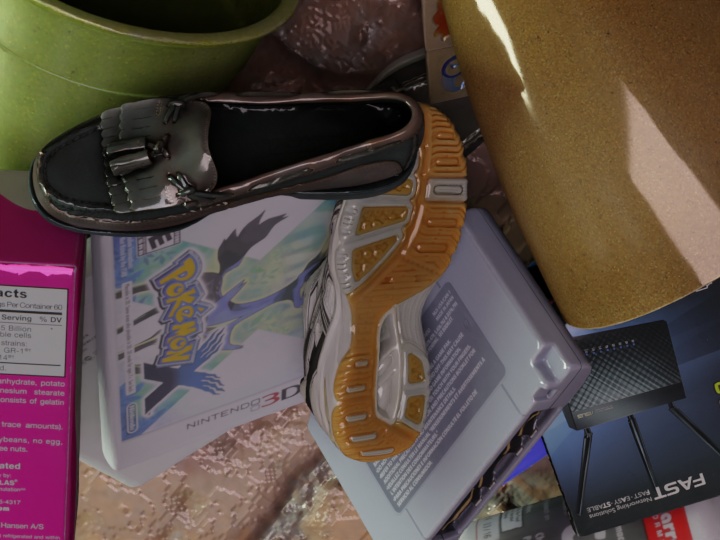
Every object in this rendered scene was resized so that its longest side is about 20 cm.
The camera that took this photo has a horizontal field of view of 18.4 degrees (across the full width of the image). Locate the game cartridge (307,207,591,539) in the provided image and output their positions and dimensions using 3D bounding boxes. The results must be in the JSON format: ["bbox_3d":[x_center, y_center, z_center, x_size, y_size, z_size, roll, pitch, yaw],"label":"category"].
[{"bbox_3d":[0.043,0.064,1.256,0.133,0.040,0.200,56,134,23],"label":"game cartridge"}]

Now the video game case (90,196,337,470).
[{"bbox_3d":[-0.063,0.016,1.253,0.182,0.022,0.200,-19,140,-21],"label":"video game case"}]

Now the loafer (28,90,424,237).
[{"bbox_3d":[-0.065,-0.064,1.104,0.200,0.063,0.072,-8,76,-13],"label":"loafer"}]

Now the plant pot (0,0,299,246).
[{"bbox_3d":[-0.155,-0.107,1.221,0.200,0.200,0.190,19,124,-5],"label":"plant pot"}]

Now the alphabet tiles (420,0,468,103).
[{"bbox_3d":[0.111,-0.168,1.220,0.166,0.006,0.200,-14,124,-13],"label":"alphabet tiles"}]

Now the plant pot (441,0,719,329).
[{"bbox_3d":[0.131,-0.103,1.158,0.186,0.186,0.200,-32,103,15],"label":"plant pot"}]

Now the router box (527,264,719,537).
[{"bbox_3d":[0.192,0.051,1.271,0.200,0.062,0.150,-18,111,9],"label":"router box"}]

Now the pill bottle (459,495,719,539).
[{"bbox_3d":[0.170,0.181,1.343,0.200,0.114,0.114,-18,110,10],"label":"pill bottle"}]

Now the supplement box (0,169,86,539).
[{"bbox_3d":[-0.196,0.055,1.165,0.103,0.101,0.200,4,119,-6],"label":"supplement box"}]

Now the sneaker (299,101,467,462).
[{"bbox_3d":[0.000,0.000,1.212,0.076,0.088,0.200,4,106,-27],"label":"sneaker"}]

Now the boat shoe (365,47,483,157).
[{"bbox_3d":[0.005,-0.067,1.280,0.202,0.060,0.072,-27,108,13],"label":"boat shoe"}]

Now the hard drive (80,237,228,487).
[{"bbox_3d":[-0.141,0.057,1.294,0.132,0.027,0.200,-32,144,15],"label":"hard drive"}]

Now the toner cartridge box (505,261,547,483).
[{"bbox_3d":[0.116,0.047,1.330,0.200,0.043,0.095,-35,105,15],"label":"toner cartridge box"}]
